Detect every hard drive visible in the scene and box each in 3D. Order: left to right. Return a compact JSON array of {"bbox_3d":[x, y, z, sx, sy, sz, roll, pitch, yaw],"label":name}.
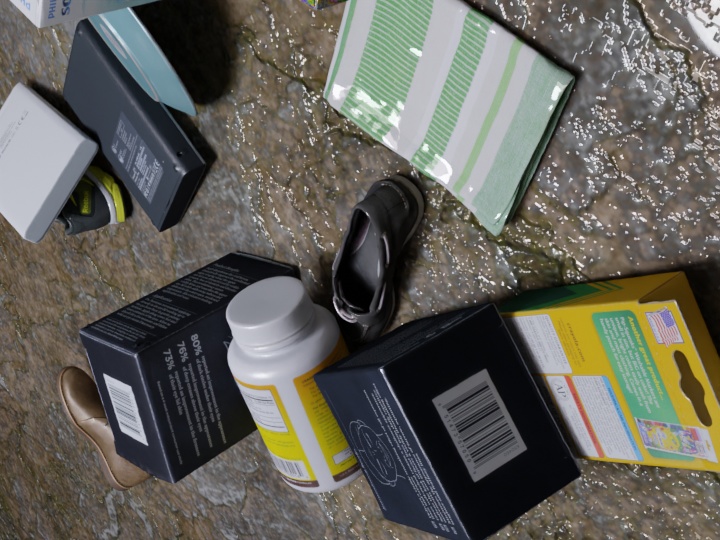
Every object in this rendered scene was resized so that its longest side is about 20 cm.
[{"bbox_3d":[-0.389,-0.131,1.194,0.200,0.026,0.132,36,95,42],"label":"hard drive"},{"bbox_3d":[-0.248,-0.154,1.095,0.200,0.033,0.140,54,148,8],"label":"hard drive"}]

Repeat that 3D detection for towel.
[{"bbox_3d":[0.056,-0.137,0.778,0.200,0.023,0.153,41,138,23],"label":"towel"}]

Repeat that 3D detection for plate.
[{"bbox_3d":[-0.224,-0.221,0.960,0.200,0.026,0.200,49,172,9],"label":"plate"}]

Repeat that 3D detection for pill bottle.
[{"bbox_3d":[-0.057,0.108,0.974,0.109,0.109,0.200,14,134,43],"label":"pill bottle"}]

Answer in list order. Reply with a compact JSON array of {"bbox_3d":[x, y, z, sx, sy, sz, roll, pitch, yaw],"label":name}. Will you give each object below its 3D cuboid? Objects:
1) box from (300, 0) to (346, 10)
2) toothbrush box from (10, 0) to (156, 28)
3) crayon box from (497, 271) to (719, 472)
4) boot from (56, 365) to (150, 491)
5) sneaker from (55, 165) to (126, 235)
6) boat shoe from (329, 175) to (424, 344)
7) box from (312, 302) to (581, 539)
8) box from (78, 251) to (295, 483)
[{"bbox_3d":[-0.042,-0.319,0.688,0.193,0.122,0.200,38,138,26],"label":"box"},{"bbox_3d":[-0.218,-0.291,0.840,0.146,0.200,0.085,44,137,21],"label":"toothbrush box"},{"bbox_3d":[0.187,0.072,0.723,0.200,0.052,0.126,-10,106,61],"label":"crayon box"},{"bbox_3d":[-0.359,0.217,1.462,0.075,0.074,0.200,-26,98,34],"label":"boot"},{"bbox_3d":[-0.368,-0.110,1.227,0.200,0.085,0.075,33,134,31],"label":"sneaker"},{"bbox_3d":[0.000,0.000,0.904,0.067,0.057,0.200,41,139,23],"label":"boat shoe"},{"bbox_3d":[0.061,0.123,0.829,0.149,0.107,0.200,63,161,-2],"label":"box"},{"bbox_3d":[-0.156,0.091,1.024,0.104,0.200,0.148,14,123,43],"label":"box"}]
